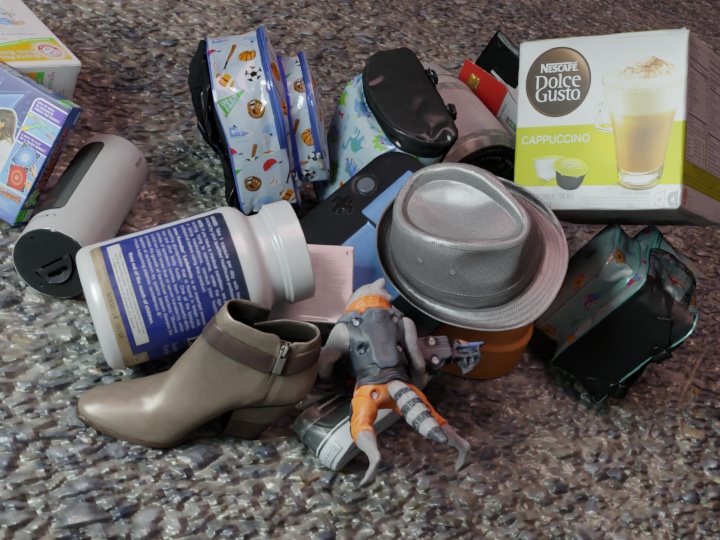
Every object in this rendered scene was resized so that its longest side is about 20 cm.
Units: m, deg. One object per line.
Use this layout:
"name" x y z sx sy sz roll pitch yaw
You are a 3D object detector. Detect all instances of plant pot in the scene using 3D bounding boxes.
"plant pot" 0.126 0.004 1.314 0.199 0.141 0.201 19 34 -14

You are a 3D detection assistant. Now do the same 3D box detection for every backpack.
"backpack" 0.309 0.035 1.365 0.153 0.176 0.200 44 32 5
"backpack" -0.117 -0.179 1.326 0.153 0.191 0.201 -21 43 -2
"backpack" 0.023 -0.134 1.371 0.153 0.201 0.164 -14 56 -15

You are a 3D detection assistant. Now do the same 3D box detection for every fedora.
"fedora" 0.108 -0.040 1.141 0.199 0.090 0.177 27 68 20

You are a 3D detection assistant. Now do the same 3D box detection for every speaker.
"speaker" -0.281 -0.059 1.169 0.081 0.082 0.201 23 34 -7

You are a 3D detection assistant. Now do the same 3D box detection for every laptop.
"laptop" 0.225 -0.215 1.613 0.177 0.200 0.103 47 43 12

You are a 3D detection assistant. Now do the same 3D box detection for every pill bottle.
"pill bottle" -0.149 0.008 1.051 0.199 0.116 0.116 -17 47 -11

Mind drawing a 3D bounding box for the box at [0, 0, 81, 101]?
"box" -0.412 -0.233 1.278 0.101 0.113 0.200 -12 46 -45

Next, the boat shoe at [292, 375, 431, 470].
"boat shoe" 0.010 0.119 1.138 0.071 0.072 0.200 41 38 14

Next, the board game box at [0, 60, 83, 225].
"board game box" -0.398 -0.154 1.162 0.199 0.136 0.034 31 9 3

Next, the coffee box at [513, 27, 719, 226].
"coffee box" 0.309 -0.159 1.345 0.198 0.200 0.200 2 -2 31

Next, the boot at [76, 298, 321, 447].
"boot" -0.135 0.086 1.012 0.199 0.147 0.071 7 41 -27

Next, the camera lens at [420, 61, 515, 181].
"camera lens" 0.106 -0.156 1.497 0.159 0.161 0.200 -2 43 -36

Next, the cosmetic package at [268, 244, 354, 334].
"cosmetic package" -0.107 0.016 1.141 0.198 0.051 0.083 4 74 -6

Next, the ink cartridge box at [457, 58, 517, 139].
"ink cartridge box" 0.182 -0.167 1.565 0.200 0.162 0.050 37 37 19

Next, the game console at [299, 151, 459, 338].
"game console" 0.041 -0.025 1.207 0.177 0.031 0.200 -38 63 -20

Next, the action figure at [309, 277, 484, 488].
"action figure" 0.046 0.092 1.065 0.199 0.105 0.194 -11 60 -22
